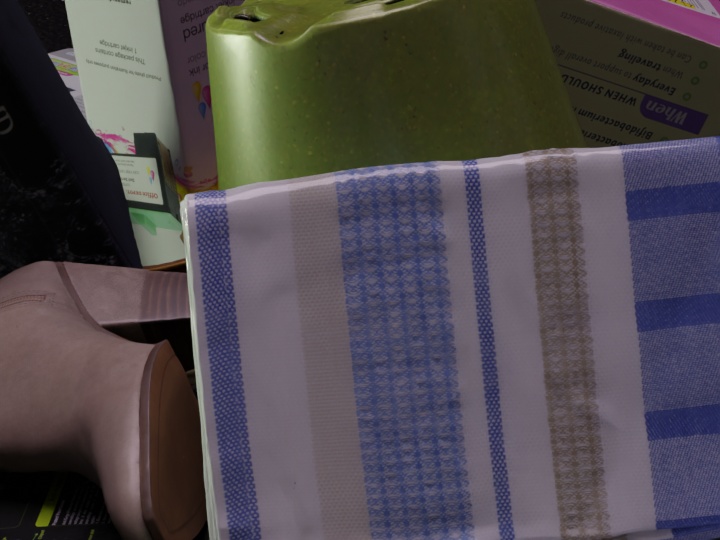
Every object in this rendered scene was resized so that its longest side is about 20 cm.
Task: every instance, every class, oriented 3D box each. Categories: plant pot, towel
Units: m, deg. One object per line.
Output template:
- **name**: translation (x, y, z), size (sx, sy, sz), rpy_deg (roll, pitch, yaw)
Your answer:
- **plant pot**: translation (0.020, -0.022, 0.806), size (0.199, 0.191, 0.200), rpy_deg (-11, 17, 4)
- **towel**: translation (0.039, 0.034, 0.720), size (0.199, 0.148, 0.024), rpy_deg (-7, 3, -6)

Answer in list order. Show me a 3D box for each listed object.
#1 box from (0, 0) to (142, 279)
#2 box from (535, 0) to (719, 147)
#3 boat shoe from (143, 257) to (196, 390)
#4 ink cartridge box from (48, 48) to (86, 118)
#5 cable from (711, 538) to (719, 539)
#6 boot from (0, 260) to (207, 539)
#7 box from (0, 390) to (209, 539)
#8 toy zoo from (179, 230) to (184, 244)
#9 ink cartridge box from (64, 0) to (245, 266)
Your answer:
- **box**: translation (-0.232, -0.049, 0.947), size (0.199, 0.197, 0.118), rpy_deg (-25, 38, 3)
- **box**: translation (0.051, -0.056, 0.940), size (0.175, 0.201, 0.097), rpy_deg (16, 26, -18)
- **boat shoe**: translation (-0.153, 0.023, 1.036), size (0.199, 0.068, 0.072), rpy_deg (-3, 23, 3)
- **ink cartridge box**: translation (-0.177, -0.056, 1.202), size (0.175, 0.084, 0.200), rpy_deg (-23, 30, -36)
- **cable**: translation (0.103, 0.120, 0.769), size (0.199, 0.070, 0.200), rpy_deg (-20, 28, -33)
- **boot**: translation (-0.135, 0.061, 0.852), size (0.145, 0.071, 0.200), rpy_deg (-11, 27, 9)
- **box**: translation (-0.087, 0.112, 0.850), size (0.192, 0.048, 0.200), rpy_deg (-4, 24, 6)
- **toy zoo**: translation (0.000, 0.000, 1.034), size (0.131, 0.020, 0.200), rpy_deg (47, 44, 14)
- **ink cartridge box**: translation (-0.065, -0.085, 1.096), size (0.084, 0.201, 0.145), rpy_deg (17, 35, 42)
